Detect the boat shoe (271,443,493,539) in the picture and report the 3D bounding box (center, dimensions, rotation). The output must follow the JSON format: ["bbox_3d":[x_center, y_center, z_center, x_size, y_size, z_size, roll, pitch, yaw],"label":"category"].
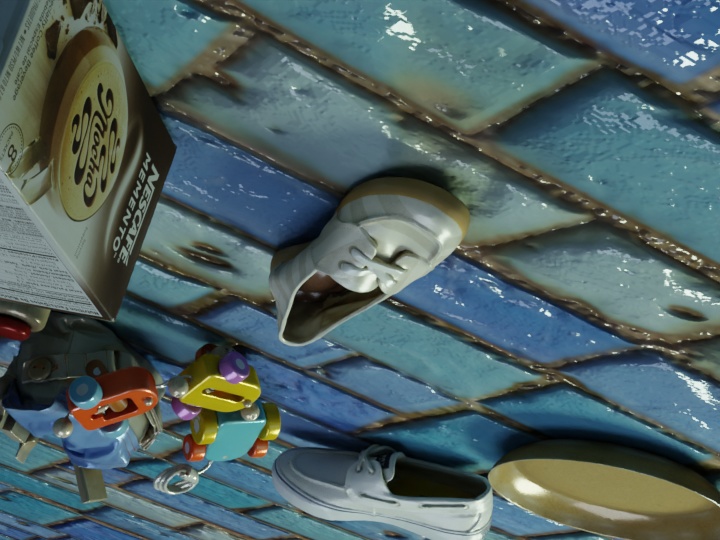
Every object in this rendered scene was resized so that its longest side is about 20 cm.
[{"bbox_3d":[0.019,0.182,1.223,0.199,0.071,0.070,15,131,11],"label":"boat shoe"}]

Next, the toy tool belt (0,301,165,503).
[{"bbox_3d":[-0.239,0.101,1.109,0.124,0.124,0.200,3,154,27],"label":"toy tool belt"}]

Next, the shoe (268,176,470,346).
[{"bbox_3d":[0.000,0.000,0.812,0.070,0.054,0.200,23,156,-19],"label":"shoe"}]

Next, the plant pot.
[{"bbox_3d":[0.202,0.176,1.126,0.199,0.028,0.200,13,157,6],"label":"plant pot"}]

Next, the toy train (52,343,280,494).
[{"bbox_3d":[-0.146,0.105,1.097,0.149,0.056,0.200,-22,149,5],"label":"toy train"}]

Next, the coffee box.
[{"bbox_3d":[-0.164,-0.069,0.682,0.079,0.114,0.200,10,158,12],"label":"coffee box"}]
